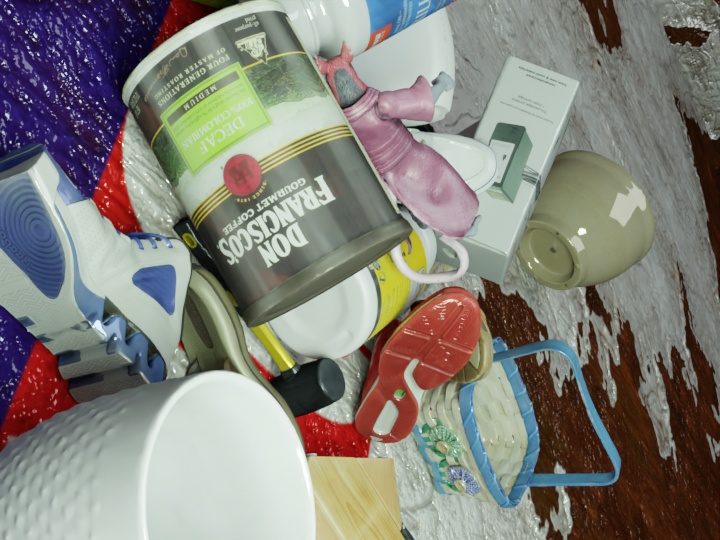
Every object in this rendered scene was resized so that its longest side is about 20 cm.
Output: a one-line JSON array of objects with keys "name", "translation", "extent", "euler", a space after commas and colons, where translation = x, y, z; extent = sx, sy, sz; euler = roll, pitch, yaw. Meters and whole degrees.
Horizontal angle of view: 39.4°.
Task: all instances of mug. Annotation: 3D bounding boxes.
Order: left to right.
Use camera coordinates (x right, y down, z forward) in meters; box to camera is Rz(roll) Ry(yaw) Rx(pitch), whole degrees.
[{"name": "mug", "translation": [-0.136, 0.167, 0.551], "extent": [0.147, 0.174, 0.202], "euler": [36, 47, -48]}]

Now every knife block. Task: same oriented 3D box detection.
[{"name": "knife block", "translation": [-0.010, 0.250, 0.855], "extent": [0.199, 0.063, 0.178], "euler": [19, 60, -57]}]

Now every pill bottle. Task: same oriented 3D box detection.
[{"name": "pill bottle", "translation": [-0.002, -0.251, 0.876], "extent": [0.199, 0.112, 0.113], "euler": [-33, 110, -20]}, {"name": "pill bottle", "translation": [0.000, 0.000, 0.942], "extent": [0.200, 0.110, 0.112], "euler": [-33, 106, -61]}]

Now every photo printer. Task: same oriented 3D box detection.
[{"name": "photo printer", "translation": [-0.006, -0.217, 0.963], "extent": [0.198, 0.069, 0.168], "euler": [-4, 78, -17]}]

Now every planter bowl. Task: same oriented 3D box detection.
[{"name": "planter bowl", "translation": [0.308, -0.056, 1.470], "extent": [0.134, 0.199, 0.202], "euler": [-38, 113, -30]}]

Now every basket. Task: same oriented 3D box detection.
[{"name": "basket", "translation": [0.155, 0.160, 1.048], "extent": [0.178, 0.198, 0.139], "euler": [63, 31, -20]}]

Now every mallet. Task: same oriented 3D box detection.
[{"name": "mallet", "translation": [-0.081, 0.037, 0.826], "extent": [0.201, 0.065, 0.041], "euler": [62, 30, -22]}]

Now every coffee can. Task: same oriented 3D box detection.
[{"name": "coffee can", "translation": [-0.071, -0.079, 0.767], "extent": [0.201, 0.146, 0.146], "euler": [60, 28, 4]}]

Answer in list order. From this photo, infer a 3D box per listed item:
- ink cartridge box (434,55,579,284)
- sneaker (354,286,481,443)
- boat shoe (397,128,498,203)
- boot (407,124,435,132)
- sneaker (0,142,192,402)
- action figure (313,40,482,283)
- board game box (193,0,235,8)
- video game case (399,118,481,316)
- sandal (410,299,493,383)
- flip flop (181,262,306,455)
[{"name": "ink cartridge box", "translation": [0.154, -0.101, 1.074], "extent": [0.146, 0.083, 0.202], "euler": [66, 47, -76]}, {"name": "sneaker", "translation": [0.048, 0.062, 0.958], "extent": [0.078, 0.201, 0.116], "euler": [22, 38, -16]}, {"name": "boat shoe", "translation": [0.038, -0.099, 0.968], "extent": [0.067, 0.197, 0.074], "euler": [97, -12, -80]}, {"name": "boot", "translation": [0.011, -0.154, 1.076], "extent": [0.200, 0.073, 0.162], "euler": [65, 28, -7]}, {"name": "sneaker", "translation": [-0.177, -0.002, 0.673], "extent": [0.116, 0.080, 0.201], "euler": [-70, 143, -52]}, {"name": "action figure", "translation": [0.012, -0.099, 0.845], "extent": [0.200, 0.133, 0.150], "euler": [51, 41, -35]}, {"name": "board game box", "translation": [-0.171, -0.292, 0.837], "extent": [0.199, 0.047, 0.103], "euler": [-6, 82, -62]}, {"name": "video game case", "translation": [0.093, -0.064, 1.130], "extent": [0.200, 0.023, 0.184], "euler": [-39, 146, -60]}, {"name": "sandal", "translation": [0.098, 0.063, 1.017], "extent": [0.200, 0.053, 0.081], "euler": [-171, -100, -76]}, {"name": "flip flop", "translation": [-0.105, 0.092, 0.755], "extent": [0.057, 0.081, 0.202], "euler": [-32, 102, -43]}]
